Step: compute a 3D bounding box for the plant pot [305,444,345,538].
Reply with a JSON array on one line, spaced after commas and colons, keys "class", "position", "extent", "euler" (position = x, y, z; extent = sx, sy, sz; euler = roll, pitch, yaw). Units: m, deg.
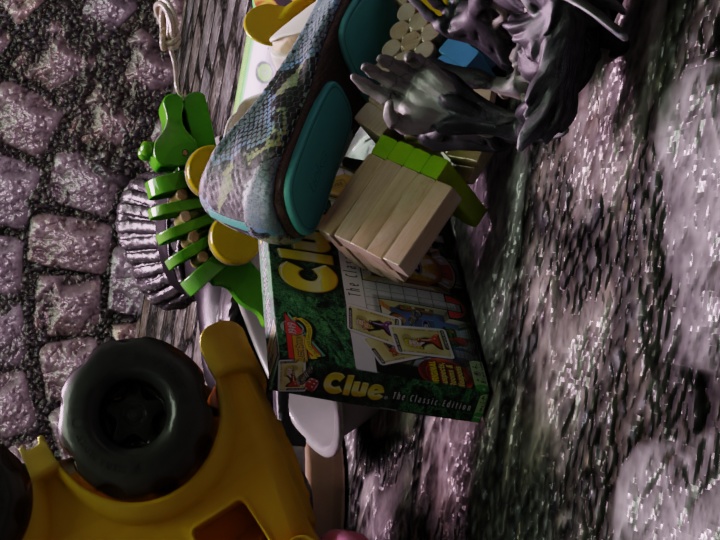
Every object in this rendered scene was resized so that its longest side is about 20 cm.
[{"class": "plant pot", "position": [-0.076, 0.191, 1.113], "extent": [0.201, 0.092, 0.203], "euler": [-170, 90, -78]}]

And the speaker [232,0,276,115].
[{"class": "speaker", "position": [-0.053, -0.124, 1.245], "extent": [0.089, 0.087, 0.202], "euler": [-117, 37, -70]}]

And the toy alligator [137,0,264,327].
[{"class": "toy alligator", "position": [-0.103, -0.056, 0.969], "extent": [0.059, 0.054, 0.202], "euler": [155, 95, -74]}]

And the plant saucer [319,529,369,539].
[{"class": "plant saucer", "position": [-0.004, 0.233, 0.836], "extent": [0.200, 0.050, 0.203], "euler": [-170, 90, -78]}]

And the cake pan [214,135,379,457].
[{"class": "cake pan", "position": [-0.039, 0.011, 1.002], "extent": [0.200, 0.036, 0.202], "euler": [160, 90, -75]}]

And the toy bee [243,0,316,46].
[{"class": "toy bee", "position": [-0.034, -0.170, 1.076], "extent": [0.200, 0.109, 0.131], "euler": [-44, -5, 38]}]

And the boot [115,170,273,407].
[{"class": "boot", "position": [-0.106, 0.016, 1.182], "extent": [0.157, 0.079, 0.214], "euler": [-18, 64, 46]}]

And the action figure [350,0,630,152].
[{"class": "action figure", "position": [0.052, -0.103, 0.689], "extent": [0.200, 0.101, 0.120], "euler": [154, 135, -78]}]

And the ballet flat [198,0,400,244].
[{"class": "ballet flat", "position": [-0.027, -0.097, 0.867], "extent": [0.201, 0.074, 0.075], "euler": [-62, -3, -39]}]

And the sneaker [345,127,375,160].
[{"class": "sneaker", "position": [-0.001, -0.093, 1.034], "extent": [0.200, 0.074, 0.117], "euler": [-148, 72, -66]}]

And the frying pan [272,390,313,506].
[{"class": "frying pan", "position": [-0.045, 0.128, 0.916], "extent": [0.191, 0.031, 0.116], "euler": [-86, 9, -48]}]

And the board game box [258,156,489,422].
[{"class": "board game box", "position": [0.000, 0.000, 0.849], "extent": [0.201, 0.103, 0.024], "euler": [-100, 21, -55]}]

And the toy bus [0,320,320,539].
[{"class": "toy bus", "position": [-0.105, 0.147, 0.777], "extent": [0.193, 0.198, 0.136], "euler": [61, 175, 11]}]

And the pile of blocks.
[{"class": "pile of blocks", "position": [0.044, -0.076, 0.841], "extent": [0.062, 0.081, 0.202], "euler": [45, -128, -49]}]
